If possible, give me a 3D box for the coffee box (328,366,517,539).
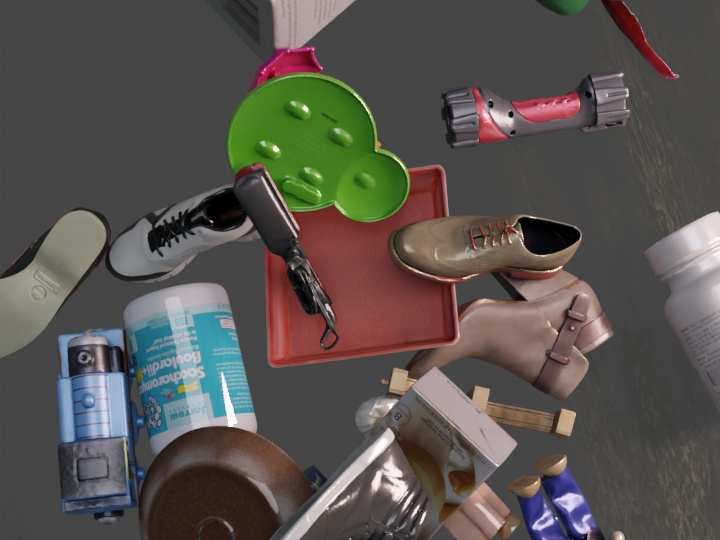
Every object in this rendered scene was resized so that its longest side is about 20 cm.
[{"bbox_3d":[0.043,0.210,1.367,0.114,0.080,0.200,42,112,8],"label":"coffee box"}]

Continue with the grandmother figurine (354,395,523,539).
[{"bbox_3d":[0.075,0.204,1.428,0.200,0.061,0.121,43,73,4],"label":"grandmother figurine"}]

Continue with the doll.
[{"bbox_3d":[0.216,0.294,1.406,0.136,0.048,0.201,-32,97,-28],"label":"doll"}]

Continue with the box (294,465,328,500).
[{"bbox_3d":[-0.067,0.313,1.356,0.158,0.051,0.200,47,111,7],"label":"box"}]

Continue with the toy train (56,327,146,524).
[{"bbox_3d":[-0.262,0.152,1.394,0.086,0.114,0.202,-5,79,-4],"label":"toy train"}]

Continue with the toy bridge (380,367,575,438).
[{"bbox_3d":[0.118,0.138,1.437,0.199,0.067,0.027,14,78,-1],"label":"toy bridge"}]

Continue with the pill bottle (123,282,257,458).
[{"bbox_3d":[-0.168,0.121,1.406,0.110,0.111,0.201,-14,79,-5],"label":"pill bottle"}]

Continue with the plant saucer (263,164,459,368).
[{"bbox_3d":[0.000,0.000,1.445,0.198,0.037,0.201,-8,68,10],"label":"plant saucer"}]

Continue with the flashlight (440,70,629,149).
[{"bbox_3d":[0.189,-0.179,1.507,0.198,0.068,0.068,-11,76,-3],"label":"flashlight"}]

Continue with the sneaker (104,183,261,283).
[{"bbox_3d":[-0.181,-0.046,1.444,0.199,0.080,0.074,-24,80,9],"label":"sneaker"}]

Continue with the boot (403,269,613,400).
[{"bbox_3d":[0.163,0.080,1.456,0.146,0.070,0.200,45,91,-5],"label":"boot"}]

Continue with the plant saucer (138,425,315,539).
[{"bbox_3d":[-0.132,0.250,1.324,0.199,0.037,0.202,3,99,20],"label":"plant saucer"}]

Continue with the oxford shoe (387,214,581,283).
[{"bbox_3d":[0.125,-0.033,1.387,0.199,0.075,0.071,-2,68,-22],"label":"oxford shoe"}]

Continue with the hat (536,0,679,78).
[{"bbox_3d":[0.229,-0.306,1.560,0.165,0.177,0.200,-23,43,-5],"label":"hat"}]

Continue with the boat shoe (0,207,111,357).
[{"bbox_3d":[-0.336,0.016,1.448,0.074,0.063,0.201,44,94,-4],"label":"boat shoe"}]

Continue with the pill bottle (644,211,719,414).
[{"bbox_3d":[0.382,0.047,1.444,0.114,0.114,0.201,-27,81,-7],"label":"pill bottle"}]

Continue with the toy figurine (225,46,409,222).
[{"bbox_3d":[-0.046,-0.158,1.449,0.199,0.184,0.150,29,114,-21],"label":"toy figurine"}]

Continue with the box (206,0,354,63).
[{"bbox_3d":[-0.095,-0.363,1.464,0.171,0.199,0.200,-41,83,-10],"label":"box"}]

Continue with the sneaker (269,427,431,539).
[{"bbox_3d":[-0.011,0.243,1.264,0.200,0.071,0.099,-42,92,-27],"label":"sneaker"}]

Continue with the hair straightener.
[{"bbox_3d":[-0.070,-0.006,1.361,0.041,0.077,0.201,-21,107,7],"label":"hair straightener"}]
